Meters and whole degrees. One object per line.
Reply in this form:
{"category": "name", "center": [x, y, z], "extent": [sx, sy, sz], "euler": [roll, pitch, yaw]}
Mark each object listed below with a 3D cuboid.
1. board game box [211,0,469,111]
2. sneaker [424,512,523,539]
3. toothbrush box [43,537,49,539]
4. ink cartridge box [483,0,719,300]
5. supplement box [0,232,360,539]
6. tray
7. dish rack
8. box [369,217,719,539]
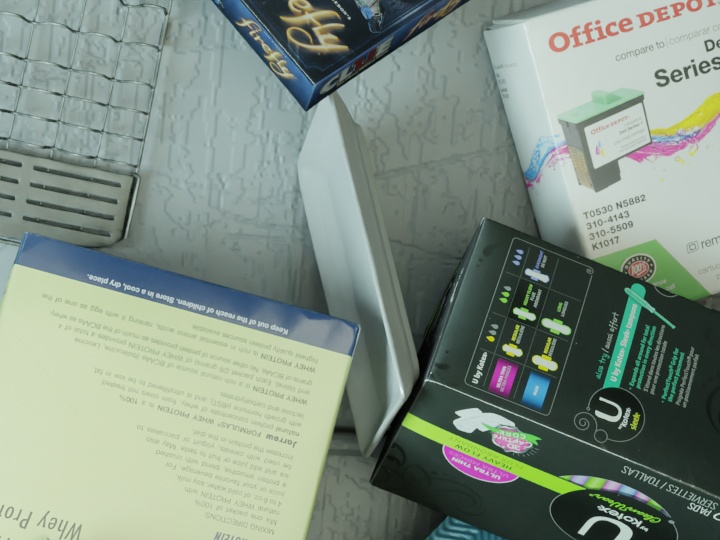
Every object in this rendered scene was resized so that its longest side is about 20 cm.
{"category": "board game box", "center": [-0.042, -0.208, 1.096], "extent": [0.135, 0.035, 0.200], "euler": [-36, 80, -23]}
{"category": "sneaker", "center": [0.090, 0.173, 1.182], "extent": [0.200, 0.081, 0.077], "euler": [-34, 70, -27]}
{"category": "toothbrush box", "center": [-0.206, 0.254, 0.988], "extent": [0.200, 0.085, 0.146], "euler": [-29, 117, 18]}
{"category": "ink cartridge box", "center": [0.179, -0.081, 1.175], "extent": [0.145, 0.084, 0.200], "euler": [-18, 98, -10]}
{"category": "supplement box", "center": [-0.129, 0.106, 1.079], "extent": [0.200, 0.134, 0.200], "euler": [15, 81, -10]}
{"category": "tray", "center": [0.000, 0.000, 1.094], "extent": [0.022, 0.107, 0.200], "euler": [-7, 68, -15]}
{"category": "dish rack", "center": [-0.189, -0.113, 1.111], "extent": [0.153, 0.055, 0.200], "euler": [11, 92, -12]}
{"category": "box", "center": [0.129, 0.085, 1.108], "extent": [0.200, 0.149, 0.124], "euler": [21, 57, 0]}
